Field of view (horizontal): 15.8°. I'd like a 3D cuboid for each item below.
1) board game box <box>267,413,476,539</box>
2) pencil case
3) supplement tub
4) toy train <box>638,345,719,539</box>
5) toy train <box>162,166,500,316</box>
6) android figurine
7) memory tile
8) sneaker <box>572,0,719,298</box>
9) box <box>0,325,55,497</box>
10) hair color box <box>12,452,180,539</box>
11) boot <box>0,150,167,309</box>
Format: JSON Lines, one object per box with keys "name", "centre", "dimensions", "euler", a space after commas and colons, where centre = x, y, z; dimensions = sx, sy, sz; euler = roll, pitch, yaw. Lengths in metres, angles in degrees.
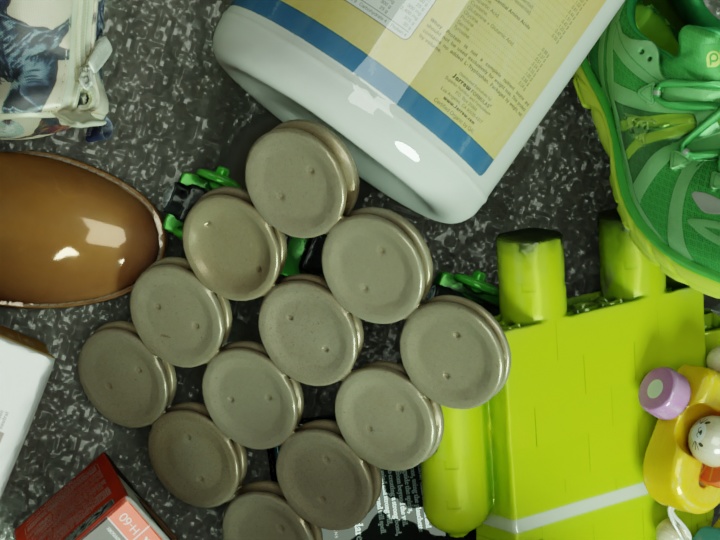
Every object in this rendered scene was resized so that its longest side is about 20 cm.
{"name": "board game box", "centre": [0.034, 0.162, 1.224], "dimensions": [0.135, 0.028, 0.201], "euler": [-8, 92, -9]}
{"name": "pencil case", "centre": [-0.144, -0.159, 1.160], "dimensions": [0.089, 0.078, 0.201], "euler": [4, 91, 28]}
{"name": "supplement tub", "centre": [0.044, -0.139, 1.159], "dimensions": [0.144, 0.145, 0.200], "euler": [36, 86, -8]}
{"name": "toy train", "centre": [0.196, 0.099, 1.205], "dimensions": [0.150, 0.056, 0.201], "euler": [-4, 98, -39]}
{"name": "toy train", "centre": [0.000, 0.000, 1.200], "dimensions": [0.199, 0.056, 0.042], "euler": [22, 90, -11]}
{"name": "android figurine", "centre": [0.105, 0.075, 1.190], "dimensions": [0.182, 0.041, 0.201], "euler": [-14, 107, -34]}
{"name": "memory tile", "centre": [-0.034, 0.040, 1.147], "dimensions": [0.153, 0.017, 0.200], "euler": [46, 127, 4]}
{"name": "sneaker", "centre": [0.151, -0.066, 1.161], "dimensions": [0.074, 0.084, 0.200], "euler": [-2, 50, -29]}
{"name": "box", "centre": [-0.244, 0.041, 1.131], "dimensions": [0.199, 0.124, 0.098], "euler": [23, 88, -9]}
{"name": "hair color box", "centre": [-0.096, 0.142, 1.117], "dimensions": [0.061, 0.200, 0.102], "euler": [-41, 97, -5]}
{"name": "boot", "centre": [-0.178, -0.023, 1.123], "dimensions": [0.199, 0.155, 0.074], "euler": [9, 90, -9]}
